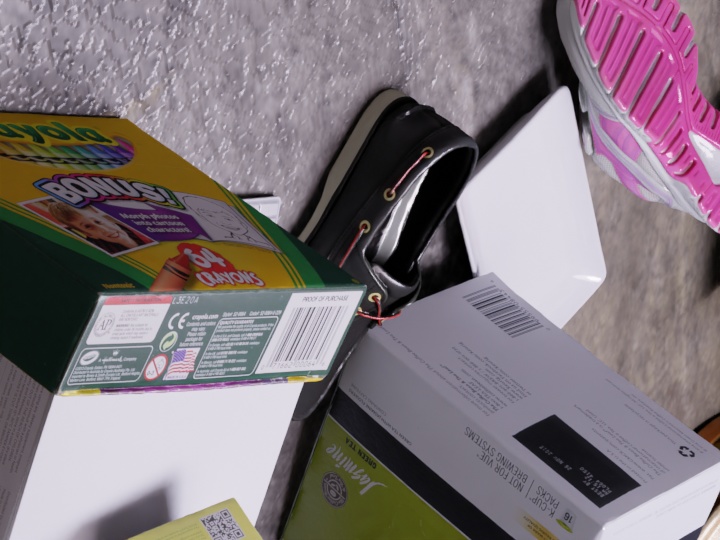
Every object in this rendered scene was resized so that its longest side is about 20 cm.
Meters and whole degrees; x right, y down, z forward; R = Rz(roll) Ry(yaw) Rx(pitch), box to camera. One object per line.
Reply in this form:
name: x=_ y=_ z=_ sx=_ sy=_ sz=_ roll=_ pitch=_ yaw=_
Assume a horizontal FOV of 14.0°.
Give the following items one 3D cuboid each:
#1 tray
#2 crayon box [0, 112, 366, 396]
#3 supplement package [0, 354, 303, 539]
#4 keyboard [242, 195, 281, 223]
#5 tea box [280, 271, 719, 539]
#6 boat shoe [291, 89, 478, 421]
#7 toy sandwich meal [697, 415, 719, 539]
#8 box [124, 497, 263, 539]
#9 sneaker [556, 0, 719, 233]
tray: x=0.102 y=-0.023 z=1.824 sx=0.107 sy=0.022 sz=0.200 roll=-45 pitch=147 yaw=-20
crayon box: x=-0.123 y=-0.012 z=1.364 sx=0.200 sy=0.172 sz=0.059 roll=-1 pitch=121 yaw=-55
supplement package: x=-0.137 y=0.070 z=1.479 sx=0.200 sy=0.111 sz=0.156 roll=-9 pitch=124 yaw=-52
keyboard: x=-0.078 y=0.057 z=1.612 sx=0.056 sy=0.011 sz=0.201 roll=-4 pitch=109 yaw=-53
tea box: x=0.080 y=0.147 z=1.751 sx=0.133 sy=0.200 sz=0.197 roll=-20 pitch=141 yaw=-46
boat shoe: x=-0.001 y=0.000 z=1.660 sx=0.074 sy=0.063 sz=0.202 roll=10 pitch=110 yaw=-60
toy sandwich meal: x=0.267 y=0.201 z=2.220 sx=0.205 sy=0.070 sz=0.206 roll=-39 pitch=149 yaw=-29
box: x=-0.112 y=0.197 z=1.500 sx=0.075 sy=0.050 sz=0.200 roll=-20 pitch=154 yaw=-36
sneaker: x=0.164 y=-0.102 z=1.789 sx=0.081 sy=0.088 sz=0.200 roll=-51 pitch=127 yaw=-26
